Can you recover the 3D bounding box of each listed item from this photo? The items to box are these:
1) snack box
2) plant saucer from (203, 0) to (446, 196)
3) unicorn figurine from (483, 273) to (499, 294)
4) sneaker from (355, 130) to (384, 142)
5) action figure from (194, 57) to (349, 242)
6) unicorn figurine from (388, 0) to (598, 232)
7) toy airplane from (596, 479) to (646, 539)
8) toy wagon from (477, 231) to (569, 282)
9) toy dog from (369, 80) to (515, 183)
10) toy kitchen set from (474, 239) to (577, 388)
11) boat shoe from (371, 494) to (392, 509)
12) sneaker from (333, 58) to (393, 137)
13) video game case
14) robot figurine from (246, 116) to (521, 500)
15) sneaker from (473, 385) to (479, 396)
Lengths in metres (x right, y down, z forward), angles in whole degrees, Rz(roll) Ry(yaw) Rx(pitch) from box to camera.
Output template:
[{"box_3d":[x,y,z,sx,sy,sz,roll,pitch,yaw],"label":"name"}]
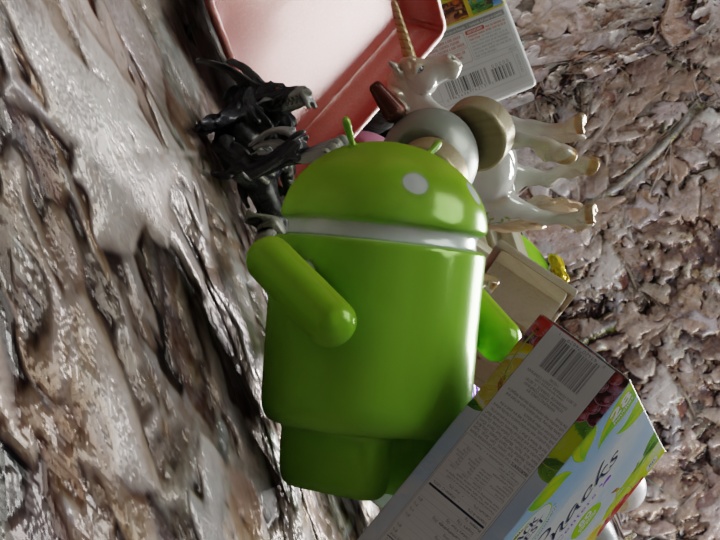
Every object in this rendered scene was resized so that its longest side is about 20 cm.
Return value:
[{"box_3d":[0.073,0.139,0.904,0.068,0.200,0.169,36,-6,24],"label":"snack box"},{"box_3d":[-0.027,-0.181,1.154,0.037,0.200,0.200,23,-30,33],"label":"plant saucer"},{"box_3d":[0.043,0.066,1.132,0.074,0.137,0.200,26,-22,43],"label":"unicorn figurine"},{"box_3d":[0.000,0.000,1.240,0.095,0.079,0.201,-26,99,-54],"label":"sneaker"},{"box_3d":[-0.031,-0.049,1.021,0.119,0.102,0.201,-11,81,-69],"label":"action figure"},{"box_3d":[0.095,-0.088,1.188,0.074,0.137,0.200,-66,152,-43],"label":"unicorn figurine"},{"box_3d":[0.180,0.178,1.451,0.199,0.141,0.201,93,-3,-73],"label":"toy airplane"},{"box_3d":[0.096,-0.038,1.399,0.200,0.040,0.155,36,24,-29],"label":"toy wagon"},{"box_3d":[0.012,-0.050,1.126,0.096,0.200,0.132,41,17,6],"label":"toy dog"},{"box_3d":[0.081,0.096,1.276,0.200,0.181,0.163,34,-24,5],"label":"toy kitchen set"},{"box_3d":[0.070,0.137,1.086,0.199,0.068,0.074,26,12,-35],"label":"boat shoe"},{"box_3d":[-0.040,-0.138,1.274,0.200,0.104,0.060,34,57,-14],"label":"sneaker"},{"box_3d":[0.021,-0.199,1.350,0.023,0.199,0.182,-169,-123,-81],"label":"video game case"},{"box_3d":[0.007,0.021,0.904,0.175,0.115,0.201,8,88,-48],"label":"robot figurine"},{"box_3d":[0.060,0.044,1.438,0.100,0.069,0.201,53,18,-53],"label":"sneaker"}]
